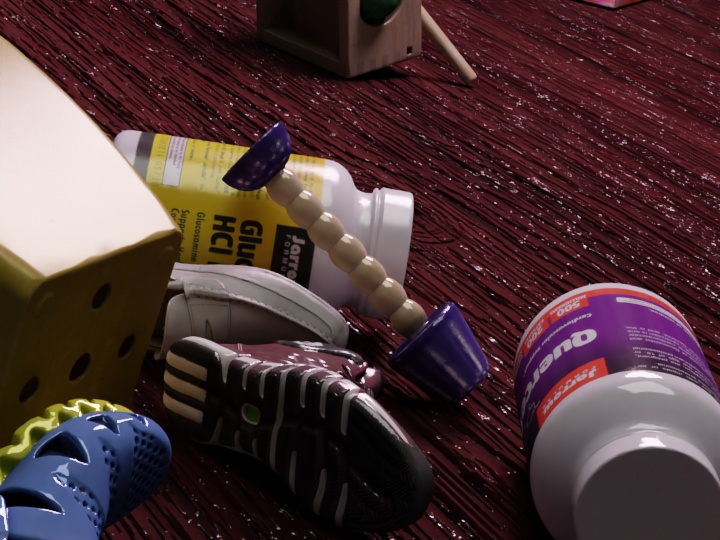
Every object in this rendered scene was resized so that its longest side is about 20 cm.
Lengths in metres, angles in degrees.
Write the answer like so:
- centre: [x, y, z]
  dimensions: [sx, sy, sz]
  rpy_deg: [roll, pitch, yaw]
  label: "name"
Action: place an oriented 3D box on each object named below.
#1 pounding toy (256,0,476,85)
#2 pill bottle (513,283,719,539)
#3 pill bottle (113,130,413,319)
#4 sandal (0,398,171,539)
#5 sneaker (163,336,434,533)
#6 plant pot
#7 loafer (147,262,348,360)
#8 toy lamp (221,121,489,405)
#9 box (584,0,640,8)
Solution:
- centre: [0.005, -0.289, 1.989]
  dimensions: [0.142, 0.185, 0.200]
  rpy_deg: [-21, 33, -35]
  label: "pounding toy"
- centre: [0.143, 0.088, 1.044]
  dimensions: [0.112, 0.113, 0.200]
  rpy_deg: [9, 19, -2]
  label: "pill bottle"
- centre: [-0.069, -0.023, 1.261]
  dimensions: [0.199, 0.113, 0.113]
  rpy_deg: [8, 19, -3]
  label: "pill bottle"
- centre: [-0.150, 0.123, 0.876]
  dimensions: [0.087, 0.080, 0.200]
  rpy_deg: [24, 32, 27]
  label: "sandal"
- centre: [-0.009, 0.077, 1.067]
  dimensions: [0.115, 0.076, 0.199]
  rpy_deg: [-6, 24, -45]
  label: "sneaker"
- centre: [-0.212, 0.009, 1.006]
  dimensions: [0.176, 0.201, 0.200]
  rpy_deg: [29, 25, 19]
  label: "plant pot"
- centre: [-0.107, 0.030, 1.177]
  dimensions: [0.199, 0.070, 0.070]
  rpy_deg: [13, 40, 1]
  label: "loafer"
- centre: [0.000, 0.000, 1.183]
  dimensions: [0.200, 0.058, 0.058]
  rpy_deg: [47, 23, 0]
  label: "toy lamp"
- centre: [0.342, -0.422, 2.619]
  dimensions: [0.102, 0.095, 0.200]
  rpy_deg: [18, 20, 23]
  label: "box"
